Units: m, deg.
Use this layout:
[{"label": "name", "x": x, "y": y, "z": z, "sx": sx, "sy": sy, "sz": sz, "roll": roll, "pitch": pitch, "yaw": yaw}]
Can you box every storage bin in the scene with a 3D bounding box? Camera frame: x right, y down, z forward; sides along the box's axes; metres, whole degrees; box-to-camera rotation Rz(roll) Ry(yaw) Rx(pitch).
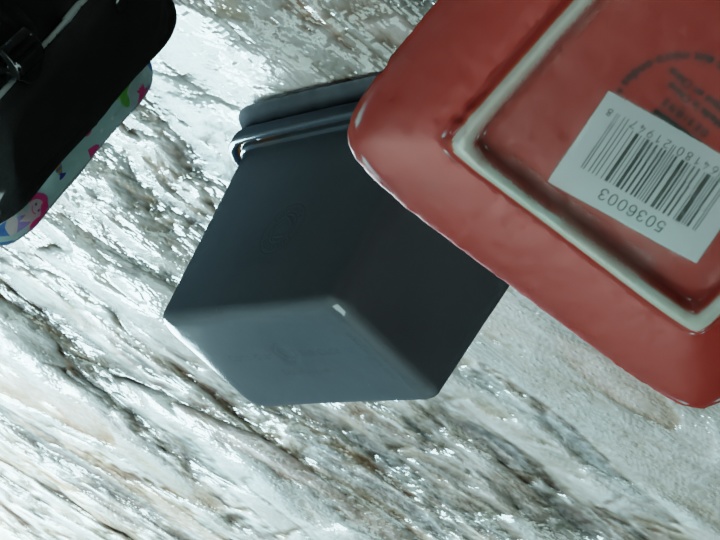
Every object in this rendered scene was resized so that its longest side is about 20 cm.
[{"label": "storage bin", "x": 0.000, "y": 0.000, "z": 1.225, "sx": 0.146, "sy": 0.134, "sz": 0.200, "roll": 44, "pitch": 152, "yaw": -27}]

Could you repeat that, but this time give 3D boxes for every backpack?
[{"label": "backpack", "x": -0.209, "y": -0.120, "z": 1.175, "sx": 0.200, "sy": 0.178, "sz": 0.151, "roll": 24, "pitch": 150, "yaw": 20}]

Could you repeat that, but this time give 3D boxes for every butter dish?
[{"label": "butter dish", "x": 0.123, "y": -0.084, "z": 0.947, "sx": 0.200, "sy": 0.148, "sz": 0.199, "roll": 36, "pitch": 110, "yaw": -15}]
